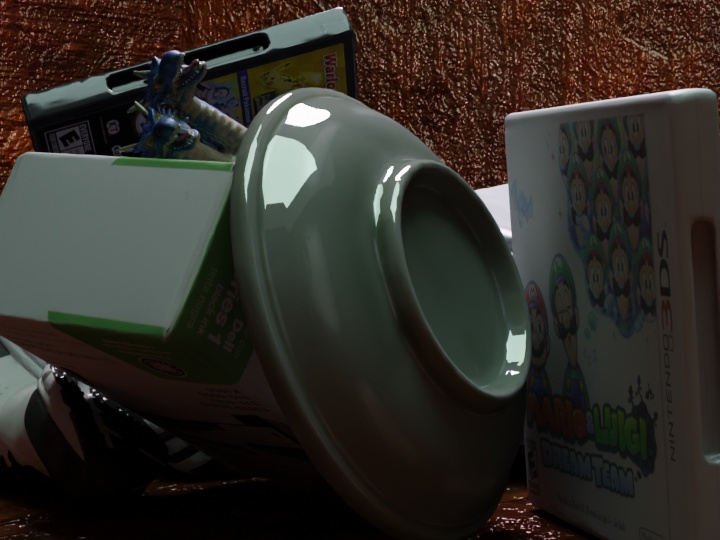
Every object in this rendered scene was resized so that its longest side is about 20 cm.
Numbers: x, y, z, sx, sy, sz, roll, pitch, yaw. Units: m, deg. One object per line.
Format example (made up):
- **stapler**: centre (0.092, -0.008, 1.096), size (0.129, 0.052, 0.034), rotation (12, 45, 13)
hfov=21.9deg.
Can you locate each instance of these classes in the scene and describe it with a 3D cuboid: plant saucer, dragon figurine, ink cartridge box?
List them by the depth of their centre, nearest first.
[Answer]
- **plant saucer**: centre (0.024, 0.011, 0.774), size (0.050, 0.202, 0.200), rotation (-22, -9, 28)
- **ink cartridge box**: centre (-0.056, 0.029, 0.843), size (0.145, 0.085, 0.200), rotation (5, -23, 42)
- **dragon figurine**: centre (-0.070, -0.044, 0.882), size (0.099, 0.059, 0.200), rotation (21, -16, -4)

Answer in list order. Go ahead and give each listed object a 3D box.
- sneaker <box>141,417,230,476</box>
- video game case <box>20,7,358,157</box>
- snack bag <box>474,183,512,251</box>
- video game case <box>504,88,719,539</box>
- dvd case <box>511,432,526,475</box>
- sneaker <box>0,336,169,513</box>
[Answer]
- **sneaker**: centre (-0.059, 0.045, 1.037), size (0.199, 0.076, 0.115), rotation (-31, 11, -35)
- **video game case**: centre (-0.087, -0.049, 1.057), size (0.179, 0.026, 0.201), rotation (-17, -36, -10)
- **snack bag**: centre (0.124, -0.031, 1.074), size (0.188, 0.022, 0.199), rotation (-13, 19, -43)
- **video game case**: centre (0.104, 0.022, 0.772), size (0.023, 0.184, 0.200), rotation (-5, 3, -13)
- **dvd case**: centre (0.152, 0.053, 1.000), size (0.199, 0.018, 0.142), rotation (-31, 18, -28)
- **sneaker**: centre (-0.155, 0.081, 0.915), size (0.074, 0.080, 0.200), rotation (41, -2, -26)
